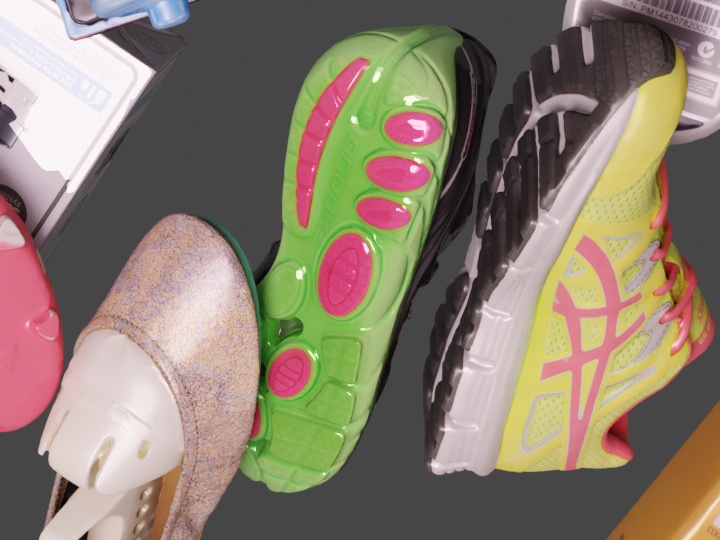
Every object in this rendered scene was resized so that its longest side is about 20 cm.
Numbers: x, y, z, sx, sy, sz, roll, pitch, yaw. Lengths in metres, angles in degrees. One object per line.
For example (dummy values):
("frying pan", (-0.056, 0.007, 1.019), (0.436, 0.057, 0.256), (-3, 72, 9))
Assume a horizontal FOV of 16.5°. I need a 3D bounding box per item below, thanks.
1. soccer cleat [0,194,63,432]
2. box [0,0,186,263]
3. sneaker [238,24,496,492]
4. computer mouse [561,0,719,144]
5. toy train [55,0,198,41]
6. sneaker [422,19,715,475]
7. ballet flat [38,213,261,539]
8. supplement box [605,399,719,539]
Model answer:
("soccer cleat", (-0.172, -0.028, 0.829), (0.067, 0.076, 0.200), (-46, 115, -14))
("box", (-0.165, -0.028, 0.886), (0.116, 0.060, 0.200), (35, 107, -5))
("sneaker", (0.000, 0.000, 0.867), (0.077, 0.084, 0.200), (40, 127, 17))
("computer mouse", (0.119, -0.140, 0.827), (0.109, 0.044, 0.201), (20, 113, 4))
("toy train", (-0.018, -0.134, 0.807), (0.199, 0.114, 0.087), (-18, 93, 7))
("sneaker", (0.084, -0.003, 0.847), (0.090, 0.078, 0.200), (11, 136, -7))
("ballet flat", (-0.082, 0.071, 0.866), (0.068, 0.067, 0.201), (34, 132, 26))
("supplement box", (0.116, 0.126, 0.898), (0.069, 0.067, 0.200), (36, 107, -8))
